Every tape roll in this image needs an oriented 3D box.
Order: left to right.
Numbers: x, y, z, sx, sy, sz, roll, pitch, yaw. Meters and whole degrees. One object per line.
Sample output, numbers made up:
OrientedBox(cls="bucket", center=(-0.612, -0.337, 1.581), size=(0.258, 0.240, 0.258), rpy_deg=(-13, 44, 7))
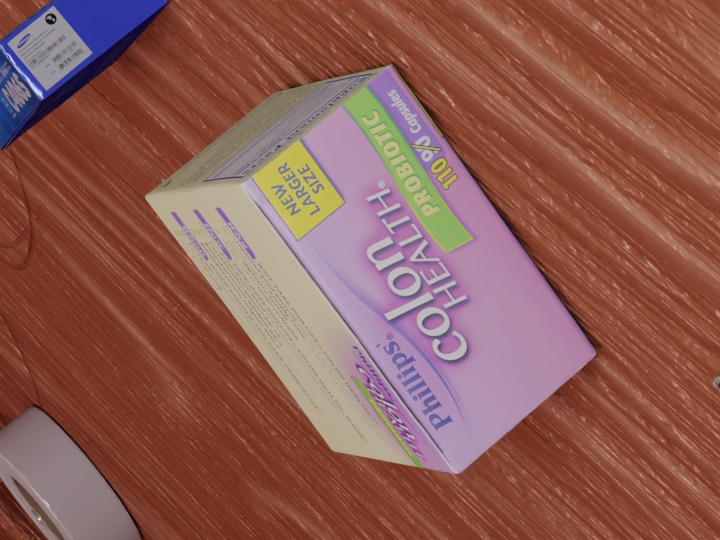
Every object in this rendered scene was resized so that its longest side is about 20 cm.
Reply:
OrientedBox(cls="tape roll", center=(-0.332, 0.249, 3.062), size=(0.202, 0.071, 0.203), rpy_deg=(46, 165, 16))

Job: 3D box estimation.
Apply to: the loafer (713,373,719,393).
OrientedBox(cls="loafer", center=(0.198, 0.111, 1.109), size=(0.200, 0.067, 0.076), rpy_deg=(55, 165, -16))

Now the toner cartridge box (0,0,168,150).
OrientedBox(cls="toner cartridge box", center=(-0.176, -0.128, 1.611), size=(0.043, 0.095, 0.200), rpy_deg=(53, 165, -4))

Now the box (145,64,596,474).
OrientedBox(cls="box", center=(0.000, 0.000, 1.384), size=(0.176, 0.097, 0.200), rpy_deg=(54, 166, -10))
